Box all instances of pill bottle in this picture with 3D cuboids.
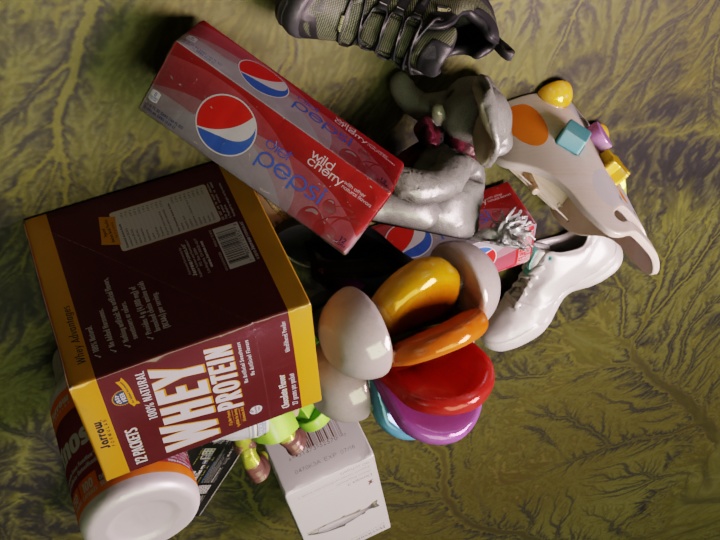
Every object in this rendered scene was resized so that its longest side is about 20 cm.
[{"bbox_3d":[-0.233,0.156,1.033,0.112,0.201,0.114,-17,142,-14],"label":"pill bottle"}]

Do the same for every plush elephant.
[{"bbox_3d":[0.073,-0.112,0.979,0.198,0.156,0.165,11,-178,6],"label":"plush elephant"}]

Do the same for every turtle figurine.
[{"bbox_3d":[-0.120,0.145,1.153,0.200,0.064,0.162,-46,127,-13],"label":"turtle figurine"}]

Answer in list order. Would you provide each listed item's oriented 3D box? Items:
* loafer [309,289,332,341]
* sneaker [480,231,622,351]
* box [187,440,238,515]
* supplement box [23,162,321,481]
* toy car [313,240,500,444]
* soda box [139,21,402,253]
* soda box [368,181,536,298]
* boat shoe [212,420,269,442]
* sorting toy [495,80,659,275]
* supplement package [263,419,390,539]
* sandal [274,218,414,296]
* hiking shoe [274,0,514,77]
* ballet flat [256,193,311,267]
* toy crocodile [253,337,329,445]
[{"bbox_3d":[0.021,0.085,1.116,0.199,0.063,0.072,26,123,-39],"label":"loafer"},{"bbox_3d":[0.210,0.009,1.278,0.200,0.075,0.089,-40,130,4],"label":"sneaker"},{"bbox_3d":[-0.219,0.207,1.229,0.159,0.050,0.201,7,130,-35],"label":"box"},{"bbox_3d":[-0.163,0.037,0.941,0.198,0.198,0.133,-19,140,-13],"label":"supplement box"},{"bbox_3d":[0.054,0.082,0.976,0.174,0.150,0.201,-25,156,-26],"label":"toy car"},{"bbox_3d":[-0.068,-0.106,0.852,0.199,0.064,0.070,35,119,-6],"label":"soda box"},{"bbox_3d":[0.082,-0.023,1.142,0.198,0.070,0.064,-18,141,-13],"label":"soda box"},{"bbox_3d":[-0.147,0.098,1.034,0.071,0.201,0.071,-11,117,-20],"label":"boat shoe"},{"bbox_3d":[0.230,-0.078,1.085,0.107,0.181,0.200,-40,142,15],"label":"sorting toy"},{"bbox_3d":[-0.044,0.253,1.340,0.116,0.118,0.201,-24,143,-8],"label":"supplement package"},{"bbox_3d":[0.001,0.000,1.014,0.075,0.048,0.200,-29,143,33],"label":"sandal"},{"bbox_3d":[0.032,-0.204,0.873,0.198,0.101,0.076,-8,138,-26],"label":"hiking shoe"},{"bbox_3d":[-0.062,-0.049,1.019,0.070,0.071,0.200,-34,146,6],"label":"ballet flat"},{"bbox_3d":[-0.052,0.102,1.142,0.068,0.061,0.201,56,50,-33],"label":"toy crocodile"}]
